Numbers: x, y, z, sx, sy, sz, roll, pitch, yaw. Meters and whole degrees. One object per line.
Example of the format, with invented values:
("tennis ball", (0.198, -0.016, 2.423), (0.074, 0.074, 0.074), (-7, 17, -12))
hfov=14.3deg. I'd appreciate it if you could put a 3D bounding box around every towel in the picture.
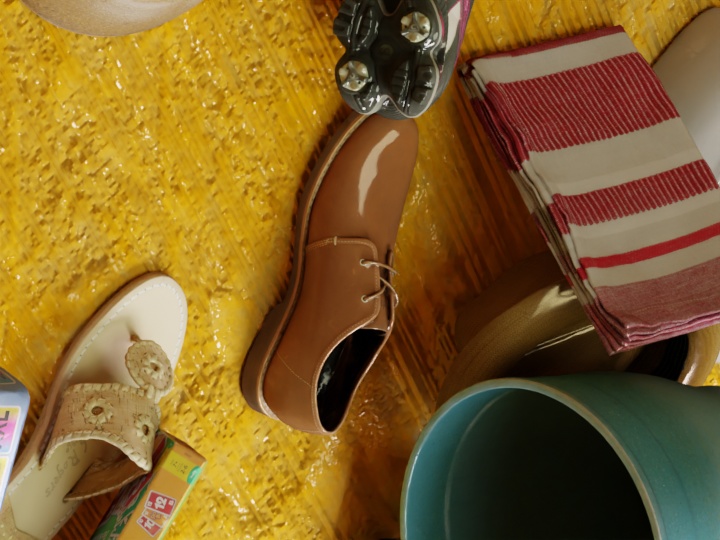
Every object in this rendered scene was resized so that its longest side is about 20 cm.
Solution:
("towel", (0.155, -0.052, 1.690), (0.144, 0.200, 0.023), (-15, 159, -39))

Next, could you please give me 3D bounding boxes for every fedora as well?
("fedora", (0.125, 0.045, 1.754), (0.200, 0.082, 0.201), (-18, 137, -17))

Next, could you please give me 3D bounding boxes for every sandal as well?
("sandal", (-0.143, 0.102, 1.552), (0.212, 0.070, 0.078), (-51, 136, -12))

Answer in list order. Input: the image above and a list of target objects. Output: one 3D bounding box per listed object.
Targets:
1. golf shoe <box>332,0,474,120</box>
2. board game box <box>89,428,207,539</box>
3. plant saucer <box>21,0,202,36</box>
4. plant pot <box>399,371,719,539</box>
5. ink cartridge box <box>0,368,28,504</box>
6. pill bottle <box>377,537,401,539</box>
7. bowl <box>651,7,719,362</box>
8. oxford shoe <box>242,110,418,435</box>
("golf shoe", (0.033, -0.184, 1.592), (0.088, 0.077, 0.201), (-16, 120, -70))
("board game box", (-0.149, 0.181, 1.573), (0.030, 0.096, 0.200), (29, 87, -9))
("plant saucer", (-0.103, -0.211, 1.458), (0.200, 0.035, 0.201), (-21, 123, -35))
("plant pot", (0.159, 0.146, 1.677), (0.188, 0.200, 0.201), (-12, 118, -44))
("ink cartridge box", (-0.276, 0.107, 1.414), (0.200, 0.076, 0.137), (3, 108, -43))
("pill bottle", (0.084, 0.215, 1.797), (0.200, 0.112, 0.112), (-3, 112, -43))
("bowl", (0.236, -0.045, 1.841), (0.200, 0.075, 0.200), (-54, 135, -10))
("oxford shoe", (0.000, 0.000, 1.639), (0.071, 0.071, 0.200), (9, 102, -44))
